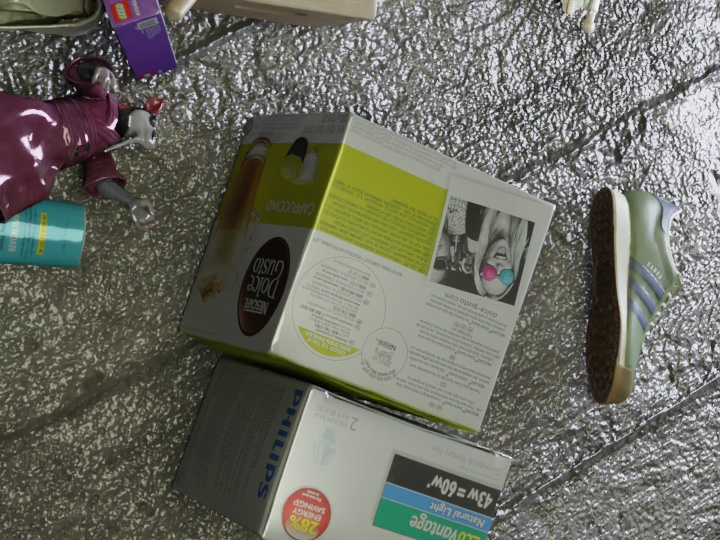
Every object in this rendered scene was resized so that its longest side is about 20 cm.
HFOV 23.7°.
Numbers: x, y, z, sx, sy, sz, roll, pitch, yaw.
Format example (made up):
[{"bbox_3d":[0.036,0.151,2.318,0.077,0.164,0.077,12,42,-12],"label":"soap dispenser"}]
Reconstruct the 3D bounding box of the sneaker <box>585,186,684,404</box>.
[{"bbox_3d":[0.264,0.024,1.604,0.089,0.067,0.202,1,90,-21],"label":"sneaker"}]

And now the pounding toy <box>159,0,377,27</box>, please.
[{"bbox_3d":[-0.081,-0.275,1.372,0.199,0.142,0.186,4,91,-29],"label":"pounding toy"}]

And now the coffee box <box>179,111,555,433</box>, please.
[{"bbox_3d":[0.000,0.000,1.401,0.199,0.199,0.199,22,84,-26],"label":"coffee box"}]

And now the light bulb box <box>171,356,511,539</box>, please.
[{"bbox_3d":[-0.018,0.167,1.403,0.197,0.200,0.126,22,84,-26],"label":"light bulb box"}]

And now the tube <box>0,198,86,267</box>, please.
[{"bbox_3d":[-0.316,-0.037,1.335,0.199,0.050,0.078,6,89,-20],"label":"tube"}]

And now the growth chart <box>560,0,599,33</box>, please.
[{"bbox_3d":[0.157,-0.322,1.559,0.199,0.018,0.146,23,83,-25],"label":"growth chart"}]

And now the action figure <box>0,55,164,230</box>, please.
[{"bbox_3d":[-0.240,-0.101,1.349,0.199,0.148,0.135,-17,113,-43],"label":"action figure"}]

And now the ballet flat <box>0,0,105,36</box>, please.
[{"bbox_3d":[-0.290,-0.213,1.322,0.199,0.069,0.070,-1,94,-26],"label":"ballet flat"}]

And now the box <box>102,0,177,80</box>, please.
[{"bbox_3d":[-0.181,-0.229,1.286,0.039,0.200,0.138,-18,86,-4],"label":"box"}]
